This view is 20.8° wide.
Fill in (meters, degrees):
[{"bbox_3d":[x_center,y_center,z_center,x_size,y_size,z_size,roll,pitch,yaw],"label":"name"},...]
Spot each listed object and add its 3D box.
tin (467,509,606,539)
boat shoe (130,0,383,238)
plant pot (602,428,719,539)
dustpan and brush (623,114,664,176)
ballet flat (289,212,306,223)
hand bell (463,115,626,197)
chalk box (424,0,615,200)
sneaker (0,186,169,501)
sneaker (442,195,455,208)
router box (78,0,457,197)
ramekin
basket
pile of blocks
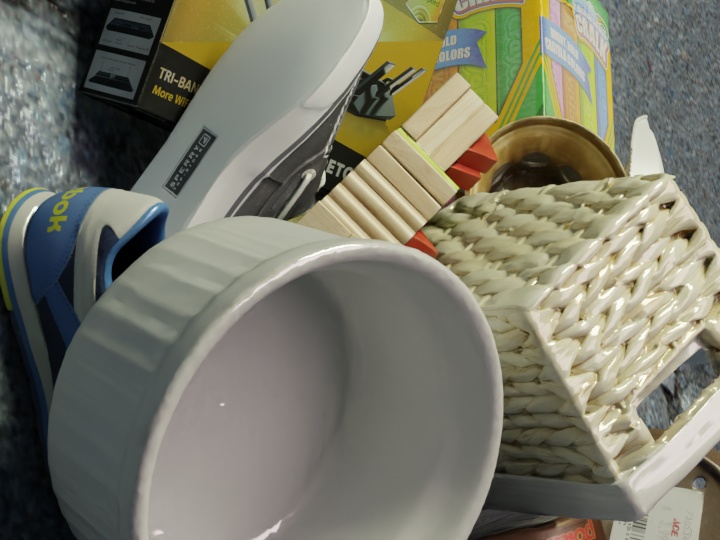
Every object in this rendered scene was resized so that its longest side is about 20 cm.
[{"bbox_3d":[0.047,0.155,1.045,0.112,0.200,0.042,-10,84,-39],"label":"tin"},{"bbox_3d":[-0.049,-0.054,0.977,0.200,0.072,0.068,-54,136,3],"label":"boat shoe"},{"bbox_3d":[0.177,0.174,1.215,0.200,0.187,0.187,80,6,-73],"label":"plant pot"},{"bbox_3d":[0.159,0.015,1.216,0.140,0.057,0.200,104,-20,-44],"label":"dustpan and brush"},{"bbox_3d":[0.000,0.000,1.102,0.200,0.071,0.071,26,54,-31],"label":"ballet flat"},{"bbox_3d":[0.094,-0.025,1.261,0.200,0.104,0.104,137,-54,-76],"label":"hand bell"},{"bbox_3d":[0.092,-0.142,1.329,0.124,0.124,0.200,34,49,-53],"label":"chalk box"},{"bbox_3d":[-0.105,0.054,0.919,0.074,0.082,0.200,-40,117,-61],"label":"sneaker"},{"bbox_3d":[0.008,0.005,1.185,0.095,0.079,0.200,10,68,-38],"label":"sneaker"},{"bbox_3d":[-0.039,-0.134,1.052,0.200,0.052,0.158,20,87,-47],"label":"router box"},{"bbox_3d":[-0.041,0.072,0.872,0.200,0.098,0.201,-15,115,-36],"label":"ramekin"},{"bbox_3d":[0.091,0.037,1.008,0.136,0.200,0.123,-41,108,-28],"label":"basket"},{"bbox_3d":[0.013,-0.025,1.021,0.062,0.082,0.200,45,45,0],"label":"pile of blocks"}]
